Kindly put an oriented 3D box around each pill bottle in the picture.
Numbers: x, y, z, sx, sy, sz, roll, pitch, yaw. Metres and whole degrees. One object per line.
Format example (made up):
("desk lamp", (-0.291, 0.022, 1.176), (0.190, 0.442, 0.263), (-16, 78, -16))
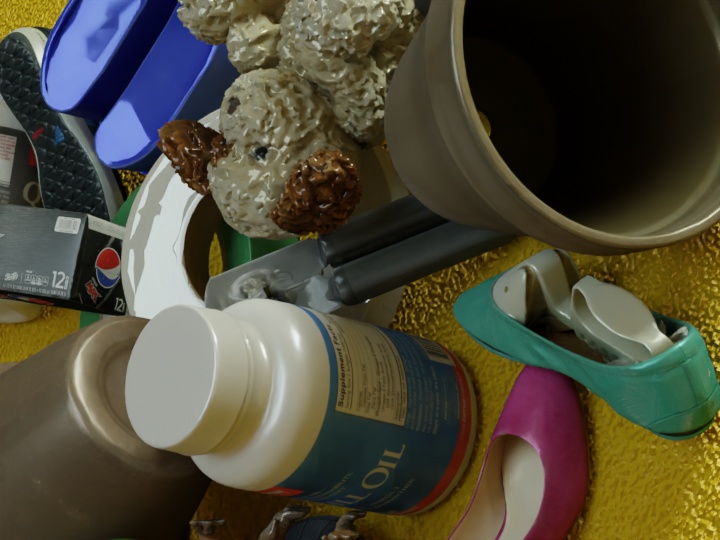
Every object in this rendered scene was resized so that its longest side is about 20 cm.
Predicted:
("pill bottle", (-0.295, -0.066, 1.697), (0.116, 0.116, 0.200), (-7, 72, 49))
("pill bottle", (-0.036, 0.078, 1.264), (0.112, 0.200, 0.112), (-16, 67, 44))

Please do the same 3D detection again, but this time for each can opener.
("can opener", (0.000, 0.000, 1.325), (0.200, 0.067, 0.053), (-22, 66, 4))

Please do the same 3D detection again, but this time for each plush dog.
("plush dog", (-0.034, -0.098, 1.329), (0.200, 0.160, 0.172), (18, 76, 54))

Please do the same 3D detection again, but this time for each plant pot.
("plant pot", (-0.172, 0.118, 1.355), (0.175, 0.200, 0.201), (-46, 46, 43))
("plant pot", (0.099, -0.097, 1.197), (0.173, 0.200, 0.200), (-19, 62, 63))

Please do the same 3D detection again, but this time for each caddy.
("caddy", (-0.135, -0.159, 1.551), (0.141, 0.105, 0.200), (46, 114, 23))

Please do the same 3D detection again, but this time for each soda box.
("soda box", (-0.258, -0.013, 1.552), (0.200, 0.071, 0.063), (8, 83, 32))

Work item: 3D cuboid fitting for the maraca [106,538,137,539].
("maraca", (-0.178, 0.234, 1.255), (0.200, 0.107, 0.137), (-28, 54, 0))

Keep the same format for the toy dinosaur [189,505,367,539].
("toy dinosaur", (-0.035, 0.211, 1.257), (0.200, 0.086, 0.136), (0, 93, 34))

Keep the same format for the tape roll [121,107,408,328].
("tape roll", (-0.062, -0.015, 1.404), (0.202, 0.037, 0.203), (-8, 70, 24))

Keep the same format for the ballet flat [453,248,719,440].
("ballet flat", (0.122, 0.025, 1.196), (0.200, 0.067, 0.070), (29, 140, 47))

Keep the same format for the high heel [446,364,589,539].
("high heel", (0.067, 0.139, 1.206), (0.067, 0.096, 0.200), (10, 85, 51))

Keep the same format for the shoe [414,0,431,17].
("shoe", (0.073, -0.206, 1.320), (0.091, 0.071, 0.200), (-65, 18, -18))

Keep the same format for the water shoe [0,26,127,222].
("water shoe", (-0.207, -0.097, 1.643), (0.071, 0.079, 0.200), (-26, 84, 39))

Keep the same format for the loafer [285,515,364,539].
("loafer", (-0.059, 0.214, 1.375), (0.200, 0.063, 0.072), (-29, 26, 36))

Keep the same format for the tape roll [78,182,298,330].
("tape roll", (-0.121, 0.026, 1.511), (0.200, 0.048, 0.201), (-21, 61, 45))
